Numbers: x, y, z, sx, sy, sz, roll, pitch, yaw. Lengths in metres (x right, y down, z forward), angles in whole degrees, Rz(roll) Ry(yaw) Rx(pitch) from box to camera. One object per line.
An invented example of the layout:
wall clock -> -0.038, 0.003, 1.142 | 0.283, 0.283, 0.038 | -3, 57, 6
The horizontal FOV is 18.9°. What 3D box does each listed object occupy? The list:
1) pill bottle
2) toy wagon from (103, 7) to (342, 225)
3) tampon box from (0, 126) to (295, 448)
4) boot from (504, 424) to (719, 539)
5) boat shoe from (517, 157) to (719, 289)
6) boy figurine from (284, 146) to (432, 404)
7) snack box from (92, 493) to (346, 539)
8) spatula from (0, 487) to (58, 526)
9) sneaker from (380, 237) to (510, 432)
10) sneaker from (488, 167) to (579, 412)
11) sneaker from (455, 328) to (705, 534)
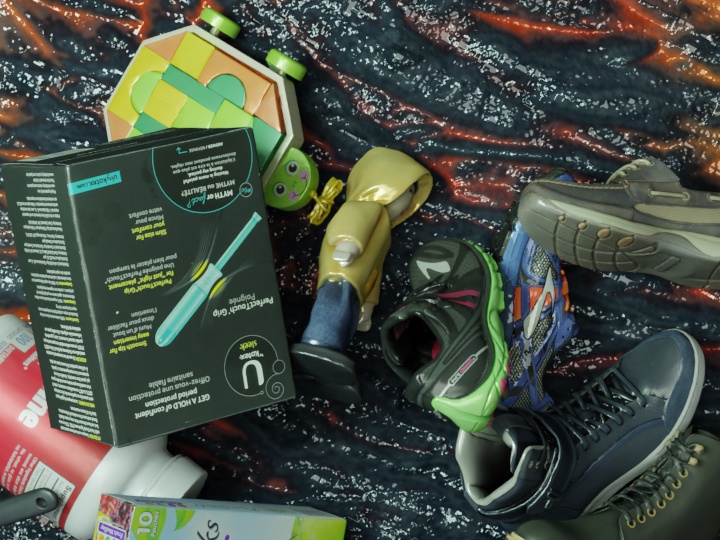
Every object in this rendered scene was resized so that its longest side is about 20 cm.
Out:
pill bottle -> -0.221, 0.132, 1.649 | 0.200, 0.112, 0.112 | 34, 94, 6
toy wagon -> -0.102, -0.102, 1.654 | 0.200, 0.040, 0.156 | 33, 96, 23
tampon box -> -0.152, 0.008, 1.555 | 0.149, 0.126, 0.201 | -14, 100, -29
boot -> 0.197, 0.164, 1.560 | 0.077, 0.200, 0.139 | 34, 103, 41
boat shoe -> 0.204, -0.041, 1.595 | 0.199, 0.074, 0.074 | 15, 64, -24
boy figurine -> 0.000, 0.000, 1.624 | 0.064, 0.125, 0.201 | 13, 60, 14
snack box -> -0.110, 0.244, 1.600 | 0.053, 0.199, 0.143 | 9, 90, 50
spatula -> -0.290, 0.189, 1.653 | 0.200, 0.021, 0.057 | -17, 108, 47
sneaker -> 0.056, 0.034, 1.557 | 0.083, 0.200, 0.077 | 16, 118, -15
sneaker -> 0.131, 0.021, 1.631 | 0.078, 0.075, 0.201 | 15, 97, -6
sneaker -> 0.157, 0.109, 1.577 | 0.202, 0.146, 0.077 | -49, 51, 4
